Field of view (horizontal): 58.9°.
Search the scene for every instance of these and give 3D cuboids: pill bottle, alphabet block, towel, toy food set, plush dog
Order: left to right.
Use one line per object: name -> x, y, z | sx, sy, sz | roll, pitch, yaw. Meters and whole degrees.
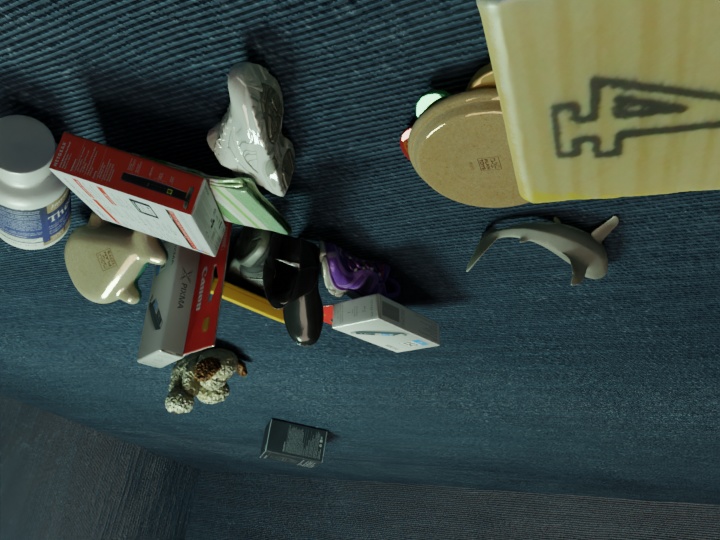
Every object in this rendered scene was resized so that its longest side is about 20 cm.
pill bottle -> -0.452, -0.118, 0.864 | 0.109, 0.114, 0.200 | 17, 152, -16
plush dog -> -0.368, 0.239, 1.533 | 0.169, 0.164, 0.199 | -21, 171, 23
towel -> -0.203, -0.101, 0.850 | 0.195, 0.024, 0.153 | 13, 165, 20
toy food set -> 0.142, -0.137, 0.705 | 0.195, 0.050, 0.199 | -12, 146, 36
alphabet block -> 0.193, -0.187, 0.435 | 0.191, 0.200, 0.201 | -1, 153, 22

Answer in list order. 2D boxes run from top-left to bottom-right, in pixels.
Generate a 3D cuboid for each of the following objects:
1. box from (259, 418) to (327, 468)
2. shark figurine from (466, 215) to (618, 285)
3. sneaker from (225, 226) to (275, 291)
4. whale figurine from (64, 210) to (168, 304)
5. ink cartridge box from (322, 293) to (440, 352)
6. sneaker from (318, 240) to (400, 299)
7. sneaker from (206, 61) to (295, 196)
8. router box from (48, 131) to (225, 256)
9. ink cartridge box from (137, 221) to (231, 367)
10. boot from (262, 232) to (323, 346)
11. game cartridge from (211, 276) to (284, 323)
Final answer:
box -> -0.227, 0.585, 2.145 | 0.195, 0.110, 0.149 | 15, 153, -12
shark figurine -> 0.259, -0.021, 0.852 | 0.209, 0.092, 0.129 | 12, 152, -10
sneaker -> -0.143, -0.018, 1.000 | 0.112, 0.078, 0.199 | 16, 155, -17
whale figurine -> -0.379, -0.028, 1.024 | 0.196, 0.163, 0.104 | -19, -173, 27
ink cartridge box -> 0.014, 0.097, 1.070 | 0.173, 0.046, 0.199 | -13, 155, 33
sneaker -> 0.000, 0.000, 1.010 | 0.082, 0.082, 0.199 | -22, 152, 23
sneaker -> -0.136, -0.156, 0.731 | 0.097, 0.080, 0.201 | 10, 152, 7
router box -> -0.277, -0.090, 0.830 | 0.175, 0.050, 0.200 | 19, 167, -1
ink cartridge box -> -0.268, 0.030, 0.970 | 0.044, 0.205, 0.174 | 21, 151, -35
boot -> -0.091, 0.035, 0.904 | 0.064, 0.170, 0.200 | -4, -179, 0
game cartridge -> -0.204, 0.046, 1.109 | 0.174, 0.033, 0.199 | 26, 170, -28
